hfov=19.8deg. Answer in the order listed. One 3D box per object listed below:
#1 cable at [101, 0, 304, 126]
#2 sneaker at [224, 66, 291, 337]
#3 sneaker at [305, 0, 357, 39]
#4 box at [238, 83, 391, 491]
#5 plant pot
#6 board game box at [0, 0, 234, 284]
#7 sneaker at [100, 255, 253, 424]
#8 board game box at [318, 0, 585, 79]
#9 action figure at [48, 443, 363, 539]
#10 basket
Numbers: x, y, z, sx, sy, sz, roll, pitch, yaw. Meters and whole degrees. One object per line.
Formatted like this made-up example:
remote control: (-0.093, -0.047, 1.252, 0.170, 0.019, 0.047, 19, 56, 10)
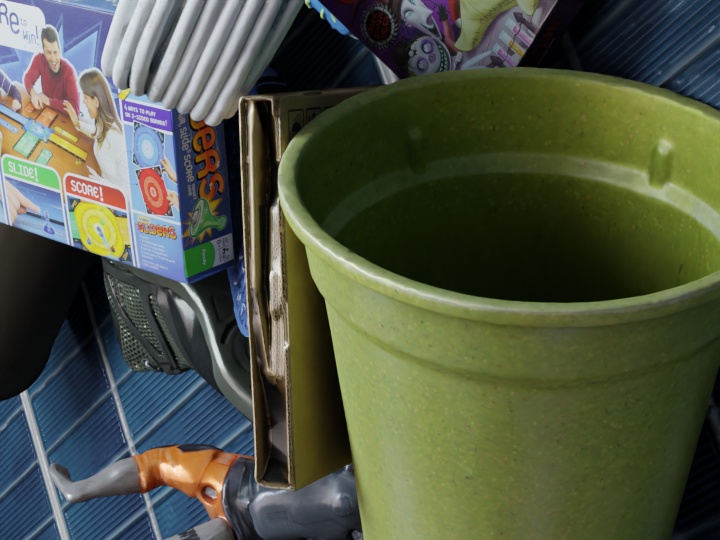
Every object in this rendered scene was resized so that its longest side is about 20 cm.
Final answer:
cable: (-0.041, -0.157, 0.873, 0.200, 0.069, 0.200, -65, 8, -9)
sneaker: (-0.029, -0.034, 1.065, 0.200, 0.078, 0.070, -101, 25, -46)
sneaker: (-0.025, -0.154, 1.023, 0.200, 0.076, 0.105, -19, 81, 54)
box: (0.000, 0.000, 0.922, 0.021, 0.200, 0.164, 0, 96, 22)
plant pot: (0.067, 0.041, 0.846, 0.200, 0.200, 0.185, 39, 138, 45)
board game box: (-0.149, -0.081, 1.056, 0.200, 0.034, 0.136, 17, 120, 40)
sneaker: (-0.075, 0.036, 1.138, 0.199, 0.076, 0.114, 43, 154, 22)
board game box: (0.060, -0.168, 0.892, 0.120, 0.032, 0.200, 47, 126, 25)
action figure: (-0.034, 0.143, 1.021, 0.105, 0.193, 0.200, -51, -60, -78)
basket: (-0.219, -0.048, 1.279, 0.200, 0.136, 0.181, -53, 46, 40)
